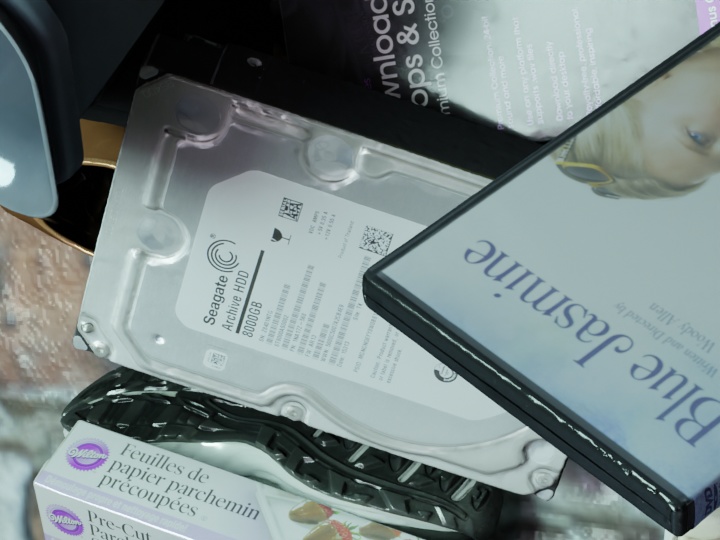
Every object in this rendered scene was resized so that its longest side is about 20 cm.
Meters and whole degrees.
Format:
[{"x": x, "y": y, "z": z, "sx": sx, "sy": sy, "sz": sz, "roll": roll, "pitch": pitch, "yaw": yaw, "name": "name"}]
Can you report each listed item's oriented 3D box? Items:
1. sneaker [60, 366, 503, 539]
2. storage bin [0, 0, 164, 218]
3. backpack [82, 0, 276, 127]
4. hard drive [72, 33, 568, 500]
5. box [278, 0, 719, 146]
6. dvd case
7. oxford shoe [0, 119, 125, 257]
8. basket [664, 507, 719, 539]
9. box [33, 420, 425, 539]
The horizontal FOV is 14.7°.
[{"x": -0.028, "y": 0.088, "z": 1.147, "sx": 0.199, "sy": 0.074, "sz": 0.080, "roll": 7, "pitch": 125, "yaw": 31, "name": "sneaker"}, {"x": -0.146, "y": -0.131, "z": 0.964, "sx": 0.199, "sy": 0.134, "sz": 0.146, "roll": 31, "pitch": 154, "yaw": 18, "name": "storage bin"}, {"x": -0.100, "y": -0.166, "z": 1.094, "sx": 0.153, "sy": 0.162, "sz": 0.201, "roll": 26, "pitch": 106, "yaw": 50, "name": "backpack"}, {"x": 0.000, "y": 0.000, "z": 1.049, "sx": 0.199, "sy": 0.038, "sz": 0.140, "roll": 19, "pitch": 126, "yaw": -1, "name": "hard drive"}, {"x": 0.062, "y": -0.118, "z": 1.035, "sx": 0.199, "sy": 0.036, "sz": 0.144, "roll": -8, "pitch": 92, "yaw": 25, "name": "box"}, {"x": 0.119, "y": -0.011, "z": 0.898, "sx": 0.142, "sy": 0.200, "sz": 0.018, "roll": 36, "pitch": 148, "yaw": 33, "name": "dvd case"}, {"x": -0.133, "y": -0.049, "z": 1.187, "sx": 0.199, "sy": 0.071, "sz": 0.072, "roll": 21, "pitch": 111, "yaw": 31, "name": "oxford shoe"}, {"x": 0.194, "y": 0.099, "z": 0.907, "sx": 0.199, "sy": 0.123, "sz": 0.136, "roll": 10, "pitch": 118, "yaw": 11, "name": "basket"}, {"x": -0.032, "y": 0.113, "z": 1.089, "sx": 0.199, "sy": 0.039, "sz": 0.042, "roll": 18, "pitch": 138, "yaw": 19, "name": "box"}]
